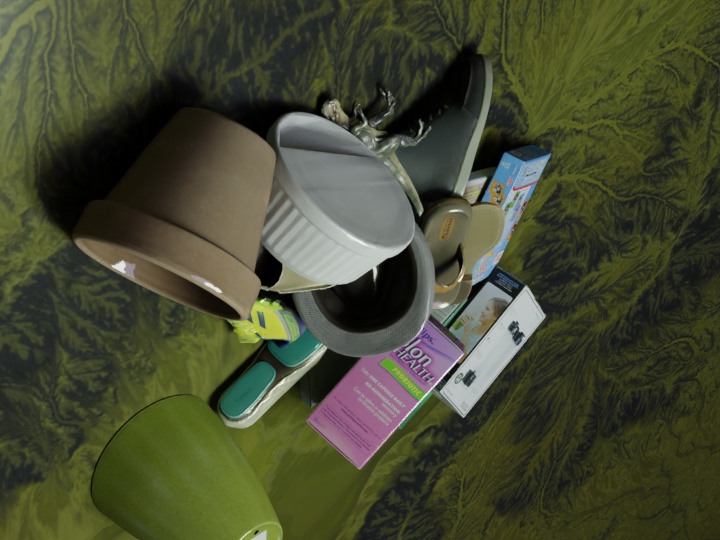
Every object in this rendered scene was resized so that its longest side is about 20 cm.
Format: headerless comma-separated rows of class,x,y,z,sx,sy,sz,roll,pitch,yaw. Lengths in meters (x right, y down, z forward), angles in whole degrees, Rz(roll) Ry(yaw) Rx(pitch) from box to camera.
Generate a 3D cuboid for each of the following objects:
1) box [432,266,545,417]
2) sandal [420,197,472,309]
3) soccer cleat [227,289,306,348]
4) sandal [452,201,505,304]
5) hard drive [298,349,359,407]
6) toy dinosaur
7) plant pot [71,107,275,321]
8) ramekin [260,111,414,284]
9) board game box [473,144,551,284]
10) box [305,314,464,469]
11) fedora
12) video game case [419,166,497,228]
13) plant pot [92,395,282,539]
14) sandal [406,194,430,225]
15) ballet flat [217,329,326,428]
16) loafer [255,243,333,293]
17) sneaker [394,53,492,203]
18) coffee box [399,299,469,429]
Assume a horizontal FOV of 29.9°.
box,0.176,0.105,1.977,0.200,0.060,0.117,-50,147,-5
sandal,0.104,-0.010,1.710,0.080,0.054,0.200,-7,141,-15
soccer cleat,-0.133,0.055,1.631,0.084,0.065,0.200,-52,147,11
sandal,0.136,-0.045,1.777,0.212,0.077,0.070,107,-9,-51
hard drive,-0.003,0.088,1.855,0.200,0.026,0.132,-34,142,-28
toy dinosaur,0.030,-0.160,1.617,0.200,0.047,0.088,41,82,-30
plant pot,-0.170,-0.065,1.386,0.175,0.200,0.200,-65,149,-13
ramekin,-0.043,-0.074,1.509,0.202,0.203,0.094,1,141,-51
board game box,0.193,-0.076,1.890,0.200,0.037,0.151,-67,164,17
box,0.037,0.146,1.769,0.200,0.097,0.176,-49,176,3
fedora,0.000,0.000,1.667,0.177,0.090,0.200,-18,98,0
video game case,0.119,-0.049,1.833,0.200,0.024,0.182,-19,136,-63
plant pot,-0.193,0.286,1.644,0.187,0.200,0.187,-31,142,-29
sandal,0.026,-0.053,1.741,0.082,0.050,0.203,23,95,-40
ballet flat,-0.104,0.125,1.736,0.200,0.067,0.062,-42,155,-6
loafer,-0.094,-0.007,1.556,0.200,0.067,0.076,0,103,-26
sneaker,0.096,-0.187,1.683,0.075,0.106,0.200,146,-41,-78
coffee box,0.094,0.129,1.993,0.200,0.044,0.123,-48,147,-9
